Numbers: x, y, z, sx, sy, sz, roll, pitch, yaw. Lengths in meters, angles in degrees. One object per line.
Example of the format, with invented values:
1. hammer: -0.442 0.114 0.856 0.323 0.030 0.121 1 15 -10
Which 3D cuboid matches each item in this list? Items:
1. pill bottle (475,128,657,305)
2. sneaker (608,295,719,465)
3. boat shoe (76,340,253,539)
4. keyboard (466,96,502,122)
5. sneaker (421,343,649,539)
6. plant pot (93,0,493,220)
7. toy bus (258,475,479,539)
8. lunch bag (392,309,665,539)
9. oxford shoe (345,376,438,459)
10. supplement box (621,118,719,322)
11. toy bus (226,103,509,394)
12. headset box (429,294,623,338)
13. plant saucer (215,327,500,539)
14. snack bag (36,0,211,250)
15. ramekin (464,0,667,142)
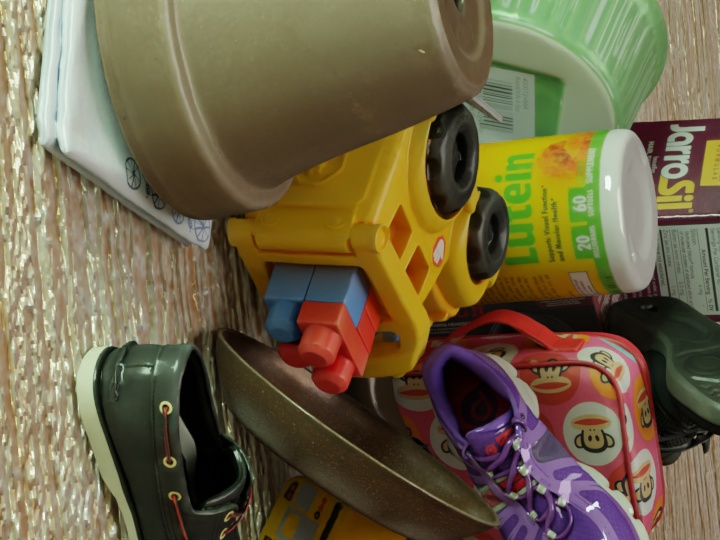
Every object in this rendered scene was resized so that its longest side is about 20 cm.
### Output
1. pill bottle: 0.095 -0.033 1.590 0.111 0.200 0.111 -5 90 -70
2. sneaker: 0.229 0.096 1.599 0.199 0.076 0.114 -142 -135 -66
3. boat shoe: -0.092 0.123 1.254 0.074 0.063 0.202 -73 152 -51
4. keyboard: 0.008 -0.145 1.427 0.011 0.200 0.056 -51 143 -3
5. sneaker: 0.096 0.127 1.411 0.200 0.081 0.083 50 6 26
6. plant pot: -0.025 -0.139 1.267 0.200 0.174 0.201 -9 90 -70
7. toy bus: 0.036 0.190 1.441 0.200 0.078 0.065 24 91 -40
8. lunch bag: 0.100 0.111 1.579 0.082 0.200 0.176 -40 124 -60
9. oxford shoe: 0.024 0.128 1.535 0.073 0.084 0.200 -6 90 -68
10. supplement box: 0.198 -0.036 1.760 0.131 0.200 0.103 -72 155 -50
11. toy bus: 0.000 0.000 1.434 0.200 0.135 0.192 62 36 -51
12. headset box: 0.121 0.054 1.718 0.077 0.149 0.200 -70 149 -50
13. plant saucer: -0.010 0.103 1.358 0.037 0.200 0.200 -55 157 4
14. snack bag: -0.121 -0.130 1.283 0.189 0.021 0.200 39 50 -63
15. ramekin: 0.116 -0.149 1.693 0.200 0.200 0.098 67 35 -41
